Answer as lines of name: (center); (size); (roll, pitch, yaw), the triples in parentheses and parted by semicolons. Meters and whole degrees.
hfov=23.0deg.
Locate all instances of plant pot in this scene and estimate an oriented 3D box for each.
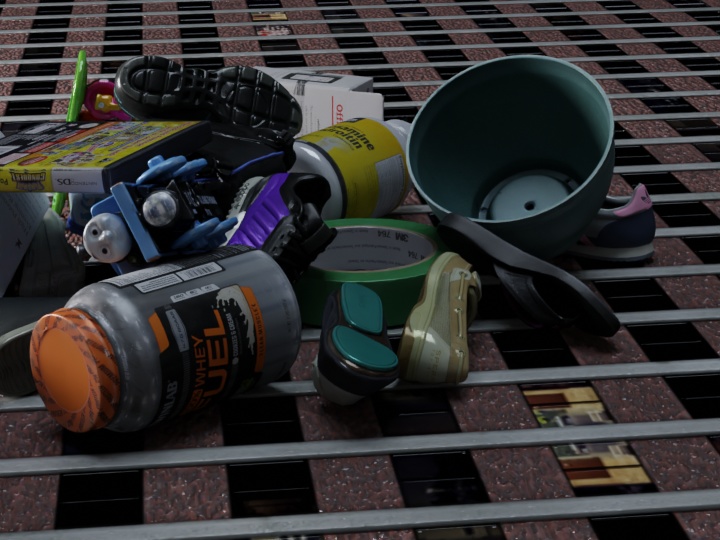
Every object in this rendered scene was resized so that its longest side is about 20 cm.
plant pot: (0.156, -0.091, 1.722); (0.200, 0.134, 0.200); (-9, 54, 12)

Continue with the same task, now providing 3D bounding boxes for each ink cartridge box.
ink cartridge box: (-0.050, -0.172, 2.100); (0.200, 0.116, 0.068); (9, 22, 24)

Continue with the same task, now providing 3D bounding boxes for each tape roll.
tape roll: (0.000, 0.000, 1.696); (0.200, 0.048, 0.200); (0, 19, 0)

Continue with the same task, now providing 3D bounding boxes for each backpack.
backpack: (-0.185, -0.067, 1.743); (0.200, 0.147, 0.183); (10, 19, 20)

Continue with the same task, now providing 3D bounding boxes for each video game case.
video game case: (-0.258, -0.105, 1.605); (0.181, 0.026, 0.200); (1, 17, 22)

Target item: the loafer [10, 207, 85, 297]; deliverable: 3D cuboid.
loafer: (-0.320, -0.017, 1.723); (0.070, 0.070, 0.200); (1, 17, -23)

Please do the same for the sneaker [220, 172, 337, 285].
sneaker: (-0.074, -0.019, 1.589); (0.099, 0.070, 0.200); (-10, 45, 27)

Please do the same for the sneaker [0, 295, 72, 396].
sneaker: (-0.256, 0.041, 1.537); (0.200, 0.075, 0.106); (-16, 27, -35)

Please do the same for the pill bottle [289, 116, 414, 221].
pill bottle: (-0.013, -0.103, 1.901); (0.112, 0.112, 0.200); (12, 23, 33)

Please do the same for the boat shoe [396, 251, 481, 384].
boat shoe: (0.078, 0.044, 1.539); (0.063, 0.073, 0.201); (15, 21, 8)

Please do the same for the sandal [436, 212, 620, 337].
sandal: (0.145, 0.017, 1.599); (0.200, 0.075, 0.048); (31, 72, 29)

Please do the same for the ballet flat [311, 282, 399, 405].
ballet flat: (-0.007, 0.072, 1.459); (0.073, 0.073, 0.200); (-1, 18, -1)

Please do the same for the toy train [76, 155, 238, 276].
toy train: (-0.174, -0.040, 1.499); (0.114, 0.087, 0.200); (-29, 0, 5)

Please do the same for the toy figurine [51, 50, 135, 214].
toy figurine: (-0.229, -0.130, 1.915); (0.184, 0.200, 0.150); (9, 29, -11)

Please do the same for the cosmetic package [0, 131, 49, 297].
cosmetic package: (-0.364, -0.035, 1.629); (0.074, 0.102, 0.200); (-22, 30, 21)

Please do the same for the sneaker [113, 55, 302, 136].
sneaker: (-0.159, -0.173, 1.831); (0.200, 0.075, 0.079); (14, -22, -14)

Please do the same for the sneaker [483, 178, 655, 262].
sneaker: (0.204, -0.061, 1.815); (0.200, 0.082, 0.070); (5, 19, 17)

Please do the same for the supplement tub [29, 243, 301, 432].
supplement tub: (-0.156, 0.057, 1.420); (0.200, 0.123, 0.123); (-18, 26, -41)
